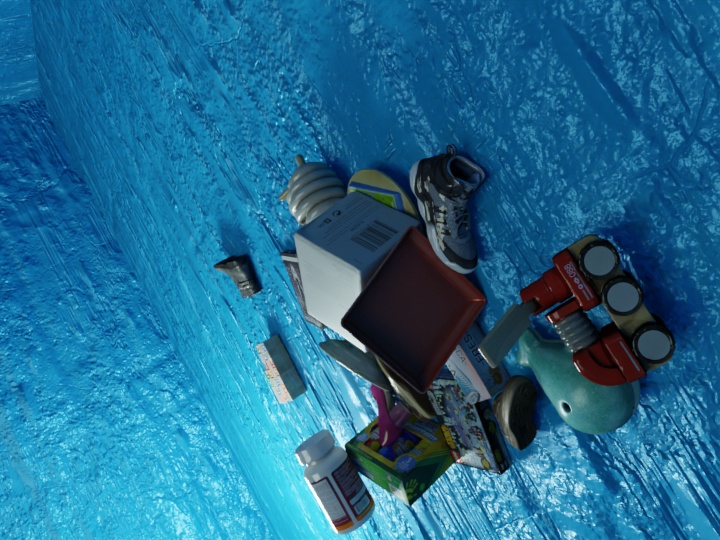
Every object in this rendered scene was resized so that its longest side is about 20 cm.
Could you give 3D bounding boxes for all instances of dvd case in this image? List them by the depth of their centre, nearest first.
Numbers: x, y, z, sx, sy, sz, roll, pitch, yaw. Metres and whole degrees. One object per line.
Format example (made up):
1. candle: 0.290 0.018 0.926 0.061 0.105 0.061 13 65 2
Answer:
1. dvd case: -0.148 0.047 1.421 0.148 0.016 0.203 10 121 67

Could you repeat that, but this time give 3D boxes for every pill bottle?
1. pill bottle: -0.058 0.463 1.218 0.202 0.109 0.109 60 147 0

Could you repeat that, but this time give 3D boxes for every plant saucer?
1. plant saucer: 0.088 0.065 0.918 0.199 0.201 0.037 41 168 -19
2. plant saucer: -0.002 0.203 1.261 0.198 0.051 0.200 32 175 3

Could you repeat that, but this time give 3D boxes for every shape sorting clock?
1. shape sorting clock: 0.046 -0.101 1.052 0.199 0.039 0.202 33 144 28

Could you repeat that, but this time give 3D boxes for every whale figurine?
1. whale figurine: 0.301 0.158 0.814 0.199 0.103 0.162 31 136 43

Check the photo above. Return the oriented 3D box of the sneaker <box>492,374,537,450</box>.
1. sneaker: 0.250 0.233 0.934 0.075 0.070 0.202 38 156 42

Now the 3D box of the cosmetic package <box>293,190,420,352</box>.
1. cosmetic package: 0.000 0.000 1.015 0.165 0.167 0.202 28 141 32

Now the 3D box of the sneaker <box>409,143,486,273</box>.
1. sneaker: 0.153 -0.097 0.871 0.113 0.075 0.203 -25 89 60

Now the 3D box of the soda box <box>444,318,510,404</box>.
1. soda box: 0.184 0.135 1.000 0.202 0.063 0.068 60 147 7

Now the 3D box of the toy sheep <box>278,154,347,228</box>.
1. toy sheep: -0.094 -0.152 1.135 0.202 0.136 0.138 61 147 13

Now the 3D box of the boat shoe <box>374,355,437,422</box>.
1. boat shoe: 0.092 0.244 1.201 0.200 0.072 0.072 48 143 13

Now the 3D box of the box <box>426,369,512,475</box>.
1. box: 0.208 0.297 1.099 0.136 0.040 0.203 -12 102 57

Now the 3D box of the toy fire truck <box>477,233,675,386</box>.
1. toy fire truck: 0.266 0.075 0.704 0.199 0.128 0.178 -34 83 23

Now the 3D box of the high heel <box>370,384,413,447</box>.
1. high heel: 0.044 0.322 1.258 0.067 0.096 0.200 43 172 -16

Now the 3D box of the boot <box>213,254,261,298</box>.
1. boot: -0.389 0.026 1.731 0.199 0.069 0.133 2 119 58

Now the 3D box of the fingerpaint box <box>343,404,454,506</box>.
1. fingerpaint box: 0.089 0.396 1.216 0.199 0.166 0.074 12 125 51

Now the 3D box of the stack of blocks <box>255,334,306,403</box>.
1. stack of blocks: -0.258 0.312 1.744 0.115 0.058 0.202 -29 88 57
